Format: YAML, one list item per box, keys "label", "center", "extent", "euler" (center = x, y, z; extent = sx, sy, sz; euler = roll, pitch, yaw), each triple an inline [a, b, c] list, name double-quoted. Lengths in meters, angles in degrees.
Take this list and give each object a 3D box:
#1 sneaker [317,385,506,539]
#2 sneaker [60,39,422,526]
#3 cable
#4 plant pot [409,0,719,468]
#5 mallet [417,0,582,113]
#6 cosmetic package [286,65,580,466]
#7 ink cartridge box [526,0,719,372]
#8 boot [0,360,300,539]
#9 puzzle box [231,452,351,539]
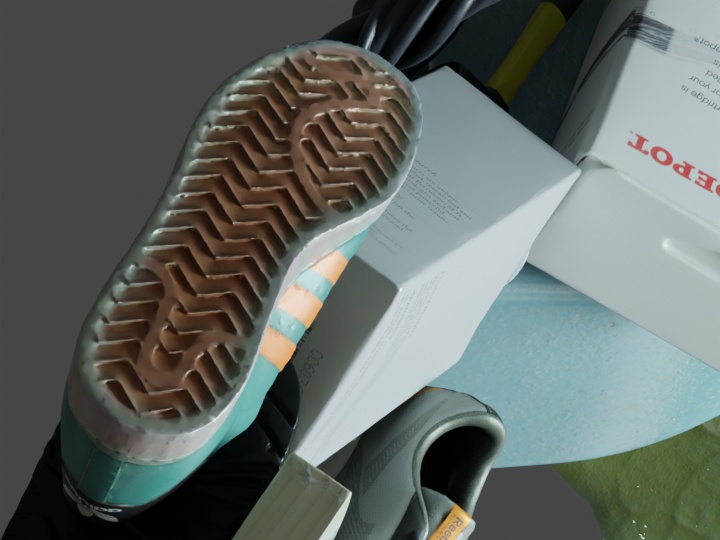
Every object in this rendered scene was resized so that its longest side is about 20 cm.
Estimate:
- label: "sneaker"
  center: [-0.001, 0.127, 1.098]
  extent: [0.074, 0.079, 0.201]
  euler: [50, 52, -39]
- label: "sneaker"
  center: [-0.046, 0.002, 0.900]
  extent: [0.200, 0.071, 0.080]
  euler: [-54, 177, -40]
- label: "cable"
  center: [0.056, -0.125, 1.146]
  extent: [0.163, 0.051, 0.200]
  euler: [-24, -166, 41]
- label: "plant pot"
  center: [0.119, -0.020, 1.330]
  extent: [0.196, 0.198, 0.198]
  euler: [103, -11, -59]
- label: "mallet"
  center: [0.090, -0.105, 1.235]
  extent: [0.041, 0.066, 0.200]
  euler: [-10, -150, 47]
- label: "cosmetic package"
  center: [0.000, 0.000, 1.062]
  extent: [0.113, 0.081, 0.200]
  euler: [-57, 169, 24]
- label: "ink cartridge box"
  center: [0.169, -0.063, 1.209]
  extent: [0.084, 0.145, 0.201]
  euler: [-54, -171, 50]
- label: "boot"
  center: [-0.097, 0.123, 0.974]
  extent: [0.199, 0.073, 0.163]
  euler: [-55, 172, -21]
- label: "puzzle box"
  center: [-0.052, 0.134, 0.946]
  extent: [0.133, 0.025, 0.200]
  euler: [-56, 176, -10]
